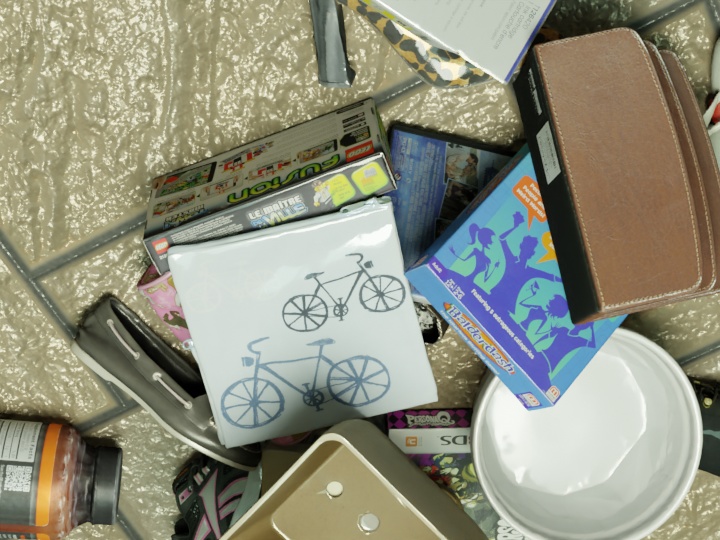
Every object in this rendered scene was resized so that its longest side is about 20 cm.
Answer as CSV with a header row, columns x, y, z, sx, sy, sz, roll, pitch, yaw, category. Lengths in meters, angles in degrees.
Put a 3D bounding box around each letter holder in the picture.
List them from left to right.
x,y,z,sx,sy,sz,roll,pitch,yaw,category
0.212,-0.074,0.973,0.142,0.101,0.200,-12,83,-3,letter holder

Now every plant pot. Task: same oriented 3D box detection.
x,y,z,sx,sy,sz,roll,pitch,yaw,category
-0.005,0.234,1.032,0.200,0.177,0.200,44,103,-2,plant pot

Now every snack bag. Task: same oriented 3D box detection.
x,y,z,sx,sy,sz,roll,pitch,yaw,category
-0.048,0.044,1.037,0.188,0.021,0.200,-13,119,3,snack bag

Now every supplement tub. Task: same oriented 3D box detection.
x,y,z,sx,sy,sz,roll,pitch,yaw,category
-0.318,0.188,1.169,0.200,0.107,0.107,6,119,-8,supplement tub

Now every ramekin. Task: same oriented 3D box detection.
x,y,z,sx,sy,sz,roll,pitch,yaw,category
0.192,0.139,1.151,0.200,0.105,0.201,0,96,-3,ramekin

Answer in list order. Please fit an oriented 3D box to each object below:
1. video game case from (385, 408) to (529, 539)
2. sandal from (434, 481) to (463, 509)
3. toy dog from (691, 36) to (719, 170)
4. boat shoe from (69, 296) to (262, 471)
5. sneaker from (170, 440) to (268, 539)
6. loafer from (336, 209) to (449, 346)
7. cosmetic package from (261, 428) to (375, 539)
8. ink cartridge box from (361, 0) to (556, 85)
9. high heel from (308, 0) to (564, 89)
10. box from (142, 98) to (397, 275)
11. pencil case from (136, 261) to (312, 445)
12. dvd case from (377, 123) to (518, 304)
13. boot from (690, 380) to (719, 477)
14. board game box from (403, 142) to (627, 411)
x,y,z,sx,sy,sz,roll,pitch,yaw,category
0.113,0.223,1.263,0.181,0.036,0.200,0,120,-2,video game case
-0.003,0.228,1.222,0.200,0.054,0.080,3,119,21,sandal
0.300,-0.086,1.066,0.132,0.096,0.200,-18,120,6,toy dog
-0.161,0.098,1.127,0.200,0.067,0.057,35,100,4,boat shoe
-0.132,0.198,1.209,0.086,0.080,0.200,15,112,0,sneaker
0.000,0.000,1.080,0.200,0.071,0.073,27,112,-16,loafer
-0.035,0.247,1.168,0.103,0.073,0.200,2,102,8,cosmetic package
0.070,-0.270,0.941,0.200,0.047,0.198,30,92,-21,ink cartridge box
0.056,-0.213,0.989,0.200,0.071,0.143,-3,122,4,high heel
-0.074,-0.069,1.039,0.200,0.110,0.035,-19,120,7,box
-0.104,0.056,1.108,0.086,0.083,0.200,-37,105,11,pencil case
0.109,-0.033,1.076,0.200,0.018,0.143,12,75,-10,dvd case
0.361,0.117,1.202,0.153,0.074,0.204,15,116,-9,boot
0.153,-0.012,1.039,0.152,0.045,0.200,47,65,-8,board game box
